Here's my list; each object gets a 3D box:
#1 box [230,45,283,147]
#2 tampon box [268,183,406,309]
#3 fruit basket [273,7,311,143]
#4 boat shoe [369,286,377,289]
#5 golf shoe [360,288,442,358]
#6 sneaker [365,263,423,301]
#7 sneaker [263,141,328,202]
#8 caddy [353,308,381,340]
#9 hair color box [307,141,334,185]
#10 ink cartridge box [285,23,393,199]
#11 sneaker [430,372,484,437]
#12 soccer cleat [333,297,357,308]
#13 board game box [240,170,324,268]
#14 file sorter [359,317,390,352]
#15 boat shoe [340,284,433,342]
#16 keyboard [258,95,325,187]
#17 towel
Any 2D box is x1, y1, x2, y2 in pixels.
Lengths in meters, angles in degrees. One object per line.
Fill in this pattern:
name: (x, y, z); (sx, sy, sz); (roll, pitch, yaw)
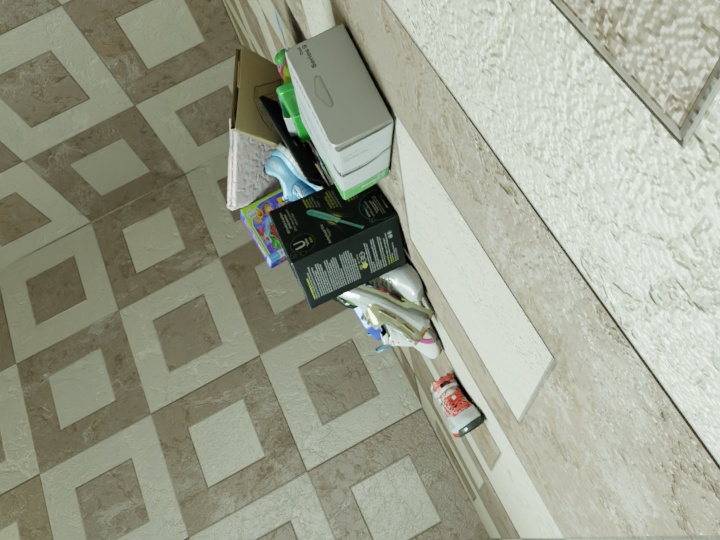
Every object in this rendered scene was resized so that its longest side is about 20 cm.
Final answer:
box: (-0.181, -0.338, 1.216); (0.199, 0.021, 0.167); (11, -100, -55)
tampon box: (-0.040, -0.057, 1.075); (0.127, 0.197, 0.151); (73, 170, -47)
fruit basket: (-0.125, -0.353, 1.126); (0.185, 0.092, 0.203); (78, 167, -77)
boat shoe: (0.000, 0.000, 1.246); (0.202, 0.068, 0.084); (63, 177, 11)
golf shoe: (0.082, 0.121, 1.212); (0.200, 0.092, 0.072); (43, 170, -18)
sneaker: (0.036, 0.009, 1.130); (0.199, 0.080, 0.071); (34, 135, 38)
sneaker: (-0.120, -0.166, 1.232); (0.200, 0.090, 0.079); (47, -169, -19)
caddy: (0.051, 0.059, 1.378); (0.202, 0.104, 0.141); (58, -157, -2)
hair color box: (-0.048, -0.215, 1.231); (0.112, 0.063, 0.201); (65, 178, -36)
ink cartridge box: (-0.024, -0.200, 0.795); (0.148, 0.083, 0.200); (63, 176, 8)
sneaker: (0.189, 0.270, 1.214); (0.109, 0.067, 0.201); (60, 179, 8)
soccer cleat: (-0.062, 0.036, 1.333); (0.200, 0.067, 0.082); (45, 126, 42)
board game box: (-0.143, -0.113, 1.298); (0.136, 0.198, 0.045); (56, 162, 9)
file sorter: (0.052, 0.098, 1.555); (0.202, 0.121, 0.139); (64, 176, 3)
boat shoe: (0.035, 0.075, 1.114); (0.197, 0.069, 0.075); (20, 176, 0)
keyboard: (-0.128, -0.251, 1.173); (0.202, 0.020, 0.127); (60, -161, 9)
towel: (-0.209, -0.241, 1.274); (0.032, 0.199, 0.194); (21, 119, 28)
